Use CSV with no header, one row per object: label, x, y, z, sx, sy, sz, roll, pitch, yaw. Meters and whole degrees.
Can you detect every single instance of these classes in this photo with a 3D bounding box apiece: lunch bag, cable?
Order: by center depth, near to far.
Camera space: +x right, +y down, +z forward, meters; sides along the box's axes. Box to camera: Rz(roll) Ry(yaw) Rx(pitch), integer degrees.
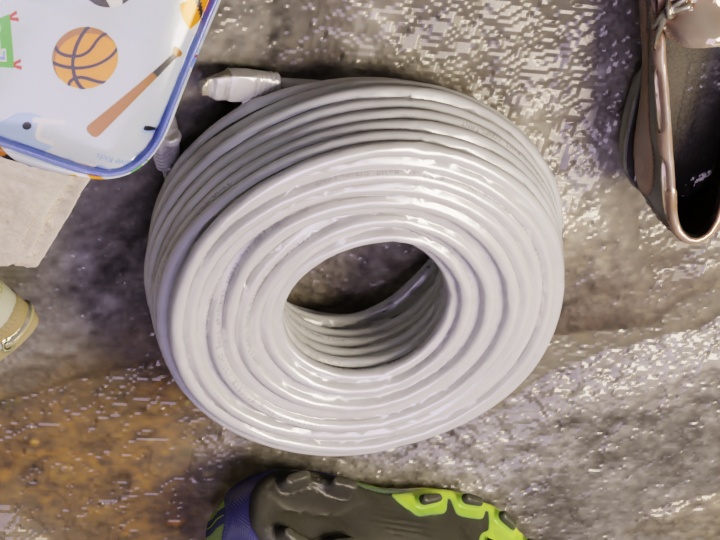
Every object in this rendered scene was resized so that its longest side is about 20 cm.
lunch bag,-0.154,-0.125,0.852,0.200,0.076,0.160,19,105,-24
cable,0.000,0.000,1.018,0.200,0.069,0.200,-4,130,-9

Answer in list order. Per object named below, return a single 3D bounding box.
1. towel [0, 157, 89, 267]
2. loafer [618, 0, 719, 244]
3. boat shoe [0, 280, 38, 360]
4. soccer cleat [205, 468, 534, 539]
towel,-0.201,-0.078,0.932,0.200,0.034,0.133,21,121,-26
loafer,0.156,-0.101,0.971,0.072,0.063,0.200,-5,131,-7
boat shoe,-0.237,0.069,1.024,0.063,0.073,0.201,37,107,-30
soccer cleat,0.011,0.148,1.165,0.200,0.065,0.084,19,153,-31
